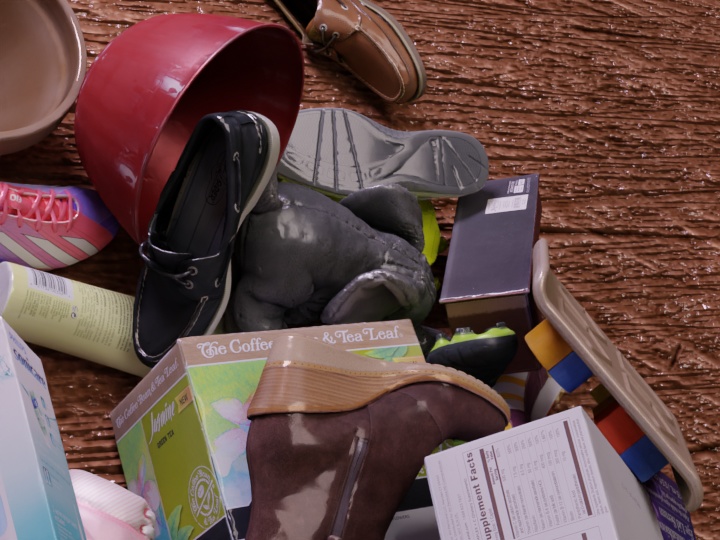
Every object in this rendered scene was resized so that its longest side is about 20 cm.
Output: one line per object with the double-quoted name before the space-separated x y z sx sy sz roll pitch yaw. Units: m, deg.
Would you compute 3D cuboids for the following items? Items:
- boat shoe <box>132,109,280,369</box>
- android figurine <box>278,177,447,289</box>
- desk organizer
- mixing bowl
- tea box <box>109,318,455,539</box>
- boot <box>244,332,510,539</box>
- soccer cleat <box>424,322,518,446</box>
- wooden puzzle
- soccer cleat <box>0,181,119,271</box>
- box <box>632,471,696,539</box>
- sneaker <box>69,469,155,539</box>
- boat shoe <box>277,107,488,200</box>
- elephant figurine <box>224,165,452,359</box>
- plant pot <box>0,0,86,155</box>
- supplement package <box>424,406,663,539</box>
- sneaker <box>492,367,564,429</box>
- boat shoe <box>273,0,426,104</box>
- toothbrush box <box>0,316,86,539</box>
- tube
"boat shoe" -0.122 -0.022 1.126 0.074 0.200 0.066 31 8 24
"android figurine" -0.014 -0.045 1.354 0.200 0.041 0.182 25 50 -17
"desk organizer" 0.116 0.002 1.329 0.200 0.072 0.077 -75 154 -59
"mixing bowl" -0.144 -0.116 1.203 0.108 0.200 0.200 30 44 19
"tea box" -0.045 0.153 1.134 0.200 0.134 0.197 -4 64 -35
"boot" 0.010 0.142 1.059 0.200 0.072 0.167 16 68 -28
"soccer cleat" 0.071 0.097 1.207 0.067 0.200 0.081 -7 72 -24
"wooden puzzle" 0.175 0.078 1.171 0.200 0.046 0.185 54 10 -3
"soccer cleat" -0.261 -0.041 1.165 0.200 0.076 0.067 -2 62 -34
"box" 0.197 0.251 1.211 0.148 0.104 0.200 35 38 -53
"sneaker" -0.151 0.214 1.064 0.200 0.075 0.105 43 52 5
"boat shoe" 0.007 -0.090 1.338 0.201 0.065 0.075 2 77 -23
"elephant figurine" 0.000 0.000 1.233 0.199 0.155 0.142 6 87 -10
"plant pot" -0.316 -0.157 1.197 0.200 0.093 0.201 17 53 -24
"supplement package" 0.138 0.206 1.045 0.200 0.111 0.156 46 27 -57
"sneaker" 0.107 0.114 1.313 0.090 0.075 0.200 33 42 3
"boat shoe" -0.024 -0.221 1.453 0.068 0.072 0.200 -28 68 -38
"toothbrush box" -0.256 0.151 0.991 0.146 0.085 0.200 -18 66 -1
"tube" -0.181 0.046 1.183 0.200 0.052 0.058 18 96 -33
